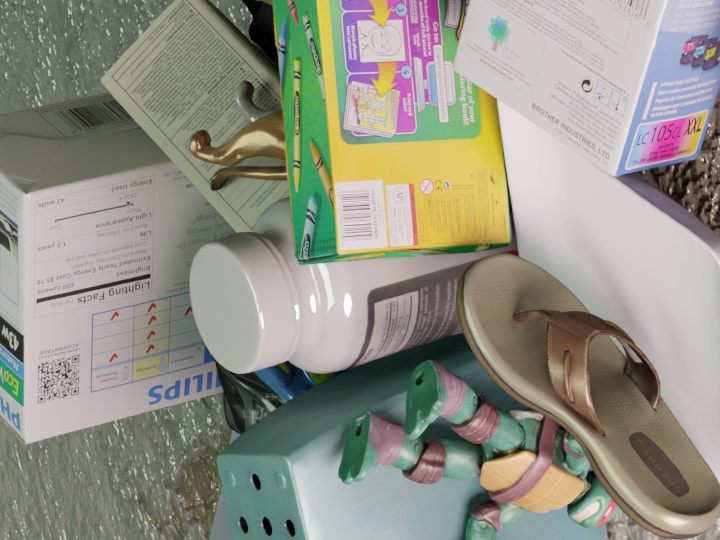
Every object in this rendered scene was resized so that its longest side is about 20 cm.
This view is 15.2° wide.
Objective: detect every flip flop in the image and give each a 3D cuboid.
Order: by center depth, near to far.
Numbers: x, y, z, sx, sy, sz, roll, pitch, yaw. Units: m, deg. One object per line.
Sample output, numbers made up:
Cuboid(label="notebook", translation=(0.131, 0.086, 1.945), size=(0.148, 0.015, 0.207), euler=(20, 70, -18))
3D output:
Cuboid(label="flip flop", translation=(0.135, 0.064, 1.520), size=(0.200, 0.081, 0.058), euler=(51, 143, 16))

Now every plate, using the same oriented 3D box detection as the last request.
Cuboid(label="plate", translation=(0.157, 0.009, 1.535), size=(0.200, 0.032, 0.201), euler=(42, 155, 41))

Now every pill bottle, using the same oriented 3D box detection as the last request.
Cuboid(label="pill bottle", translation=(0.000, 0.000, 1.654), size=(0.111, 0.199, 0.111), euler=(29, 126, 49))

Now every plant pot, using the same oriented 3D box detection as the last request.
Cuboid(label="plant pot", translation=(0.022, 0.132, 1.681), size=(0.141, 0.199, 0.142), euler=(-5, 101, 57))

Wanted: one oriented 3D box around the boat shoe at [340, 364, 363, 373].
Cuboid(label="boat shoe", translation=(-0.026, -0.003, 1.832), size=(0.200, 0.072, 0.062), euler=(56, -177, 25))

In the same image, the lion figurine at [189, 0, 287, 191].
Cuboid(label="lion figurine", translation=(-0.027, -0.128, 1.696), size=(0.122, 0.072, 0.201), euler=(21, 108, 25))

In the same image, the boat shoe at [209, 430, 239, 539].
Cuboid(label="boat shoe", translation=(-0.043, 0.141, 1.907), size=(0.075, 0.086, 0.203), euler=(0, 75, 61))

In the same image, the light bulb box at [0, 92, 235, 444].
Cuboid(label="light bulb box", translation=(-0.181, -0.009, 1.928), size=(0.125, 0.198, 0.201), euler=(39, 133, 47))

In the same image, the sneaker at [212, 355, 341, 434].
Cuboid(label="sneaker", translation=(-0.040, 0.097, 1.783), size=(0.200, 0.071, 0.083), euler=(58, 153, 4))

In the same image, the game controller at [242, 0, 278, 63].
Cuboid(label="game controller", translation=(-0.034, -0.224, 1.766), size=(0.200, 0.042, 0.105), euler=(-52, 46, 52))

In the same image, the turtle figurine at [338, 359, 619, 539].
Cuboid(label="turtle figurine", translation=(0.096, 0.125, 1.594), size=(0.150, 0.199, 0.101), euler=(-52, 26, 25))

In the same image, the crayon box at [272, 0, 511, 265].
Cuboid(label="crayon box", translation=(0.017, -0.108, 1.576), size=(0.058, 0.118, 0.201), euler=(-8, 87, 61))

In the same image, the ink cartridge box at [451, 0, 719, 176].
Cuboid(label="ink cartridge box", translation=(0.140, -0.171, 1.458), size=(0.136, 0.076, 0.201), euler=(37, 128, 35))

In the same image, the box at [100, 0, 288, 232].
Cuboid(label="box", translation=(-0.072, -0.085, 1.793), size=(0.095, 0.078, 0.200), euler=(-44, 62, 5))
